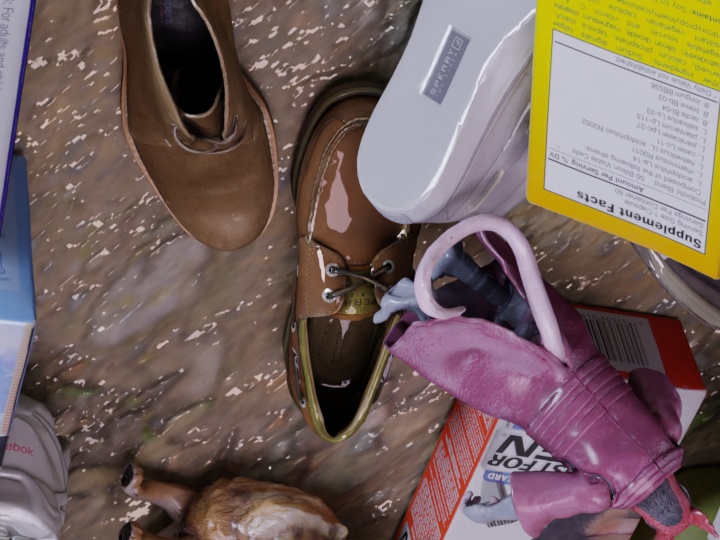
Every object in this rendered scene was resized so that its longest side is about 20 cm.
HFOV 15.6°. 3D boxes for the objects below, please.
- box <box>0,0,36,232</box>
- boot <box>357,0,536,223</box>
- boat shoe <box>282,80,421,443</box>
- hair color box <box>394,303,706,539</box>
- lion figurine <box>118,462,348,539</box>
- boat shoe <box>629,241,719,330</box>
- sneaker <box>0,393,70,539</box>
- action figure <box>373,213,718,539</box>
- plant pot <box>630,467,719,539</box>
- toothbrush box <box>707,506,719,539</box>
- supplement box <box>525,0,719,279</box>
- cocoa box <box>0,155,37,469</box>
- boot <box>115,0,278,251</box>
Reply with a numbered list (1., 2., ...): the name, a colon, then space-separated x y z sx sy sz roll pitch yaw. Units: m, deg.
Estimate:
1. box: -0.250 -0.116 1.178 0.198 0.105 0.185 5 129 -13
2. boot: 0.076 -0.112 1.277 0.095 0.074 0.201 4 122 -54
3. boat shoe: 0.000 0.000 1.346 0.071 0.068 0.201 -2 129 -7
4. hair color box: 0.101 0.114 1.465 0.110 0.064 0.201 8 129 -18
5. lion figurine: -0.107 0.176 1.484 0.122 0.073 0.200 23 134 -32
6. boat shoe: 0.208 -0.006 1.387 0.073 0.075 0.200 -46 132 14
7. sneaker: -0.186 0.126 1.413 0.077 0.100 0.200 13 153 -9
8. action figure: 0.110 0.059 1.306 0.200 0.134 0.149 44 154 6
9. plant pot: 0.213 0.220 1.495 0.199 0.185 0.201 -5 130 -5
10. toothbrush box: 0.306 0.102 1.425 0.199 0.086 0.146 -3 125 -35
11. supplement box: 0.151 -0.118 1.195 0.108 0.109 0.201 24 133 27
12. cocoa box: -0.265 0.019 1.270 0.199 0.134 0.132 7 129 -16
13. boot: -0.081 -0.074 1.265 0.073 0.076 0.201 -14 132 -1
